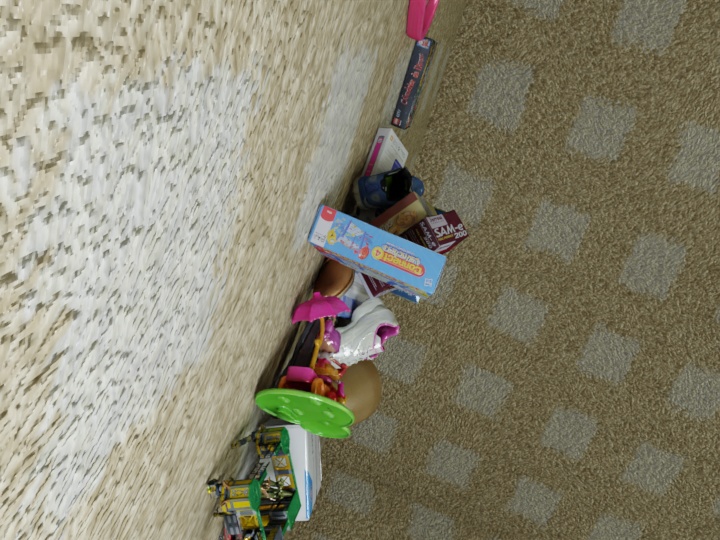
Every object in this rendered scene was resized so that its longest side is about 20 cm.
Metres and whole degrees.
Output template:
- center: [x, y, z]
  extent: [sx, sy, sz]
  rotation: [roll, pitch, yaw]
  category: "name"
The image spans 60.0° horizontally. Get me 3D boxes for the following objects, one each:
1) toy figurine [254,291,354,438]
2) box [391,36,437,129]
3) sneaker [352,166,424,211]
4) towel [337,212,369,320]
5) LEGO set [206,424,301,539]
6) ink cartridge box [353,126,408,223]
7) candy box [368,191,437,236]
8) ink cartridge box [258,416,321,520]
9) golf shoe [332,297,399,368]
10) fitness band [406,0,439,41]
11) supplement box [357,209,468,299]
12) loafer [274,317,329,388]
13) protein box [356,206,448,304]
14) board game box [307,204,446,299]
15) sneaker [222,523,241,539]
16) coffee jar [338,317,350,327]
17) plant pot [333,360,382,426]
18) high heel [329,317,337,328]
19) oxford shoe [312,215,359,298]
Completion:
- center: [-0.057, 0.134, 0.950]
  extent: [0.201, 0.146, 0.189]
  rotation: [57, 38, -53]
  category: "toy figurine"
- center: [0.126, -0.437, 1.453]
  extent: [0.137, 0.037, 0.205]
  rotation: [-59, 167, -70]
  category: "box"
- center: [0.072, -0.150, 1.180]
  extent: [0.198, 0.087, 0.081]
  rotation: [-15, 96, -54]
  category: "sneaker"
- center: [0.000, 0.000, 1.242]
  extent: [0.146, 0.023, 0.207]
  rotation: [26, 68, -61]
  category: "towel"
- center: [-0.161, 0.307, 0.833]
  extent: [0.201, 0.112, 0.158]
  rotation: [-69, 148, -67]
  category: "LEGO set"
- center: [0.036, -0.172, 1.241]
  extent: [0.095, 0.036, 0.205]
  rotation: [39, 65, -56]
  category: "ink cartridge box"
- center: [0.088, -0.086, 1.203]
  extent: [0.114, 0.056, 0.199]
  rotation: [-34, 171, 13]
  category: "candy box"
- center: [-0.118, 0.327, 1.076]
  extent: [0.200, 0.081, 0.150]
  rotation: [69, 18, -85]
  category: "ink cartridge box"
- center: [-0.010, 0.141, 1.168]
  extent: [0.200, 0.091, 0.076]
  rotation: [-45, 146, -13]
  category: "golf shoe"
- center: [0.123, -0.508, 1.129]
  extent: [0.200, 0.036, 0.147]
  rotation: [78, 31, -79]
  category: "fitness band"
- center: [0.096, -0.029, 1.163]
  extent: [0.108, 0.062, 0.199]
  rotation: [-18, 163, -48]
  category: "supplement box"
- center: [-0.088, 0.154, 1.043]
  extent: [0.203, 0.062, 0.072]
  rotation: [-63, -179, -22]
  category: "loafer"
- center: [0.077, -0.065, 1.401]
  extent: [0.135, 0.194, 0.205]
  rotation: [-42, 152, -80]
  category: "protein box"
- center: [0.027, -0.022, 0.964]
  extent: [0.196, 0.195, 0.057]
  rotation: [54, 59, -84]
  category: "board game box"
- center: [-0.205, 0.461, 0.987]
  extent: [0.109, 0.065, 0.206]
  rotation: [100, 7, -60]
  category: "sneaker"
- center: [-0.031, 0.088, 1.363]
  extent: [0.200, 0.082, 0.108]
  rotation: [1, 88, -85]
  category: "coffee jar"
- center: [-0.068, 0.296, 1.459]
  extent: [0.199, 0.183, 0.191]
  rotation: [-15, 127, -66]
  category: "plant pot"
- center: [-0.066, 0.134, 1.251]
  extent: [0.145, 0.070, 0.200]
  rotation: [-64, 166, -10]
  category: "high heel"
- center: [-0.042, -0.020, 1.102]
  extent: [0.202, 0.069, 0.072]
  rotation: [-65, 144, -43]
  category: "oxford shoe"
